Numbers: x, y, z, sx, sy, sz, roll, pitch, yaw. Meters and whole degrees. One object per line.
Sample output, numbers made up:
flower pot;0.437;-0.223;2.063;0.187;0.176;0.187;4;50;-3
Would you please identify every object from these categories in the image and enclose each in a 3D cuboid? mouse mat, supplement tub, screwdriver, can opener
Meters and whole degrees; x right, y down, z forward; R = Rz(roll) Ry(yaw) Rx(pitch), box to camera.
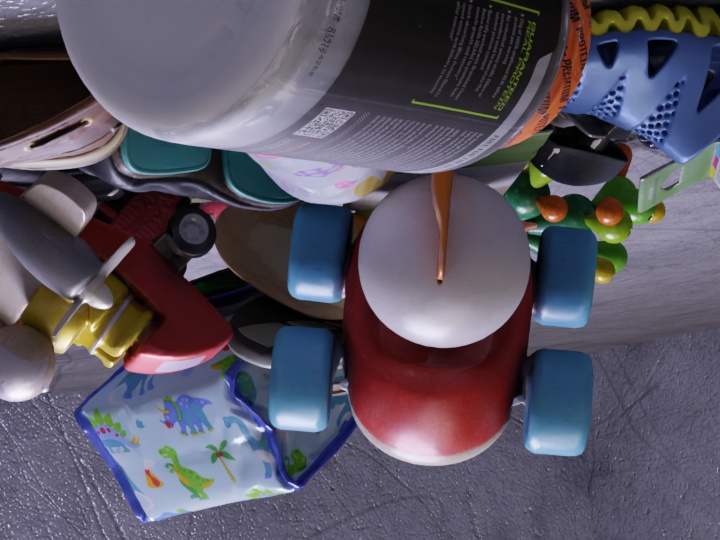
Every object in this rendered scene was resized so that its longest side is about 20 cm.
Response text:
mouse mat;-0.061;0.011;1.378;0.200;0.008;0.161;-1;169;-40
supplement tub;-0.004;-0.100;0.687;0.122;0.123;0.200;-12;171;35
screwdriver;-0.120;-0.065;1.229;0.200;0.028;0.029;-6;-158;17
can opener;0.176;-0.088;1.182;0.200;0.053;0.067;1;134;-48

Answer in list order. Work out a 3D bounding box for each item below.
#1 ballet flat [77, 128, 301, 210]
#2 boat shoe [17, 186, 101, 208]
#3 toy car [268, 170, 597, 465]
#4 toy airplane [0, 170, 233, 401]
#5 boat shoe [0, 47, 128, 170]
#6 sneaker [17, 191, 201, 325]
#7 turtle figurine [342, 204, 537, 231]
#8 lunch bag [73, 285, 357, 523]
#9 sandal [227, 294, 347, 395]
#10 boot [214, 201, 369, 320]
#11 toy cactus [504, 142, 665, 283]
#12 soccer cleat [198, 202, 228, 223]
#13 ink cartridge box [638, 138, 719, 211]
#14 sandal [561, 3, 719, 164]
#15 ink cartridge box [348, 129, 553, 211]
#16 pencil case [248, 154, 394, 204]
ballet flat;-0.100;-0.072;1.069;0.073;0.073;0.200;-11;172;32
boat shoe;-0.250;-0.019;1.311;0.201;0.072;0.070;-1;171;-42
toy car;0.047;-0.007;1.049;0.184;0.177;0.200;6;145;2
toy airplane;-0.196;0.005;1.085;0.199;0.141;0.200;4;153;26
boat shoe;-0.211;-0.076;0.915;0.200;0.072;0.068;-12;169;-13
sneaker;-0.189;0.017;1.281;0.200;0.079;0.096;-33;158;-34
turtle figurine;0.021;-0.059;1.292;0.200;0.064;0.161;11;175;-1
lunch bag;-0.077;0.073;1.344;0.170;0.128;0.200;-15;-161;40
sandal;-0.013;0.056;1.239;0.080;0.057;0.201;30;-165;31
boot;0.001;-0.001;1.245;0.201;0.071;0.144;17;-178;-3
toy cactus;0.134;-0.045;1.378;0.165;0.102;0.200;-12;164;17
soccer cleat;-0.069;-0.045;1.316;0.067;0.077;0.200;19;172;7
ink cartridge box;0.273;-0.070;1.143;0.200;0.059;0.104;-28;170;3
sandal;0.175;-0.100;1.025;0.200;0.087;0.079;-4;174;-11
ink cartridge box;0.046;-0.084;1.120;0.104;0.059;0.200;-5;173;-5
pencil case;-0.027;-0.086;0.925;0.091;0.083;0.200;16;176;12
